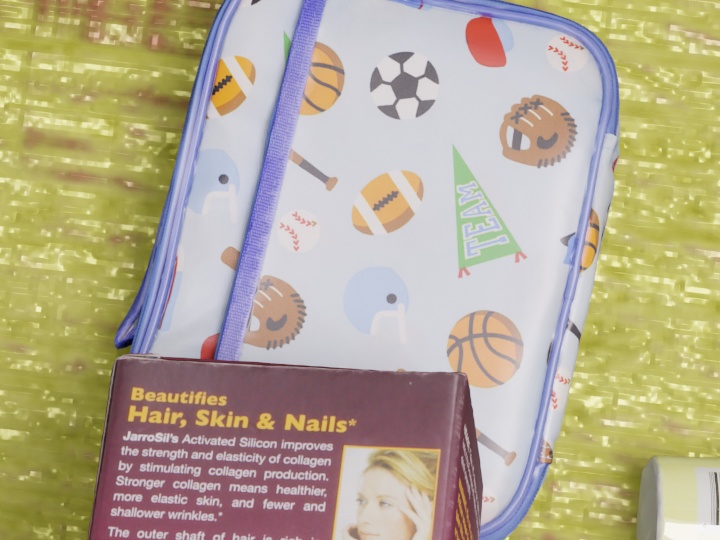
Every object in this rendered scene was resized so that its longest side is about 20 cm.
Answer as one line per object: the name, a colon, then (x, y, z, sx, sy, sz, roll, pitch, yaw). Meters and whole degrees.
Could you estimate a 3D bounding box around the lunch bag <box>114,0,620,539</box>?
lunch bag: (0.000, 0.000, 0.867, 0.160, 0.076, 0.201, 14, 84, 5)

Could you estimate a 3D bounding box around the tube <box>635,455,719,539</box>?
tube: (0.196, 0.097, 0.867, 0.199, 0.052, 0.058, 4, 126, -2)

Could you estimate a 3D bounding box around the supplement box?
supplement box: (-0.026, 0.133, 0.741, 0.110, 0.086, 0.201, 2, 61, 9)
